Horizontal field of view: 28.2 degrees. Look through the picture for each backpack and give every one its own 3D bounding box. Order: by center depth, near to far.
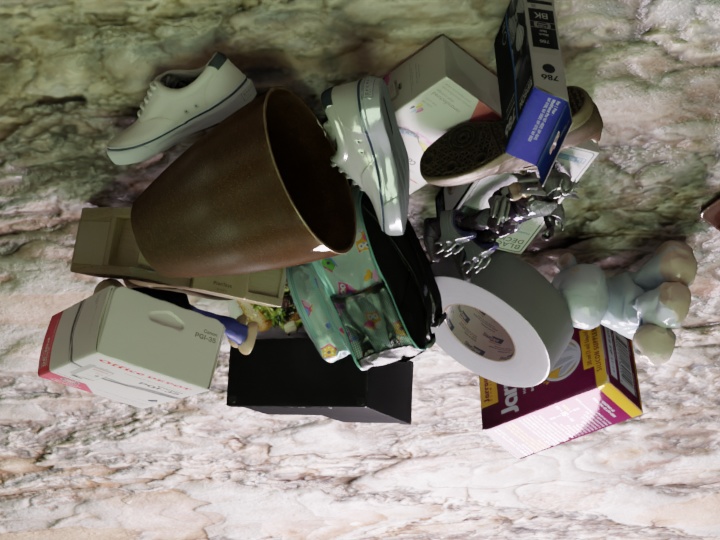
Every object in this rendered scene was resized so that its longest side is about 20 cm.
[{"bbox_3d":[0.000,0.000,1.681,0.153,0.176,0.200,-12,106,18],"label":"backpack"}]

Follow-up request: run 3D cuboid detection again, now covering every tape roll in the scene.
[{"bbox_3d":[0.165,0.056,1.796,0.200,0.066,0.200,28,150,17],"label":"tape roll"}]

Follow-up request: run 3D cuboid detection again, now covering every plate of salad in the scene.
[{"bbox_3d":[-0.074,0.055,1.880,0.200,0.048,0.200,-1,142,-1],"label":"plate of salad"}]

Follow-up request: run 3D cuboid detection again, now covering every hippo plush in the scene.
[{"bbox_3d":[0.324,0.021,1.813,0.160,0.160,0.200,18,-175,2],"label":"hippo plush"}]

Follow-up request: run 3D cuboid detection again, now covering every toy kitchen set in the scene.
[{"bbox_3d":[-0.205,-0.057,1.701,0.200,0.164,0.180,14,174,-34],"label":"toy kitchen set"}]

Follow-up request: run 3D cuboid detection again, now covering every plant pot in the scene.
[{"bbox_3d":[-0.135,-0.069,1.517,0.200,0.187,0.187,-23,139,20],"label":"plant pot"}]

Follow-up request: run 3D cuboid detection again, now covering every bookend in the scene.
[{"bbox_3d":[-0.050,0.154,1.955,0.198,0.092,0.200,-2,167,20],"label":"bookend"}]

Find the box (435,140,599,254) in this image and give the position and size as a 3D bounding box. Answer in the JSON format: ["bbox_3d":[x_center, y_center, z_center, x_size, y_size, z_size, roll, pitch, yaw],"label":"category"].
[{"bbox_3d":[0.179,-0.109,1.664,0.116,0.060,0.200,13,141,-19],"label":"box"}]

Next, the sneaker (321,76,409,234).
[{"bbox_3d":[0.007,-0.121,1.518,0.071,0.073,0.200,-1,131,15],"label":"sneaker"}]

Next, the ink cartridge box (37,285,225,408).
[{"bbox_3d":[-0.267,0.092,1.647,0.146,0.083,0.200,21,159,-25],"label":"ink cartridge box"}]

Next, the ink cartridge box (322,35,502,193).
[{"bbox_3d":[0.057,-0.158,1.585,0.200,0.068,0.116,-32,134,33],"label":"ink cartridge box"}]

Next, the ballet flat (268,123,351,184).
[{"bbox_3d":[-0.076,-0.144,1.624,0.066,0.057,0.200,-34,140,26],"label":"ballet flat"}]

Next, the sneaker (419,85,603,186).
[{"bbox_3d":[0.163,-0.125,1.525,0.200,0.071,0.076,-20,141,21],"label":"sneaker"}]

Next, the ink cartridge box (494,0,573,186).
[{"bbox_3d":[0.171,-0.191,1.436,0.039,0.200,0.100,6,141,-11],"label":"ink cartridge box"}]

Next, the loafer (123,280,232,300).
[{"bbox_3d":[-0.201,-0.008,1.765,0.199,0.076,0.067,-5,149,4],"label":"loafer"}]

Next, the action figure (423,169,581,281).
[{"bbox_3d":[0.168,-0.060,1.615,0.130,0.070,0.200,15,147,-41],"label":"action figure"}]

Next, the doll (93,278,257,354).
[{"bbox_3d":[-0.222,0.049,1.709,0.200,0.049,0.136,19,-179,-25],"label":"doll"}]

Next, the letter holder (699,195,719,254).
[{"bbox_3d":[0.529,-0.055,1.723,0.142,0.101,0.200,31,132,-34],"label":"letter holder"}]

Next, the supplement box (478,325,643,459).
[{"bbox_3d":[0.271,0.155,1.964,0.200,0.131,0.103,-26,136,27],"label":"supplement box"}]

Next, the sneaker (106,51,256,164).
[{"bbox_3d":[-0.205,-0.180,1.556,0.200,0.073,0.071,-24,113,27],"label":"sneaker"}]
